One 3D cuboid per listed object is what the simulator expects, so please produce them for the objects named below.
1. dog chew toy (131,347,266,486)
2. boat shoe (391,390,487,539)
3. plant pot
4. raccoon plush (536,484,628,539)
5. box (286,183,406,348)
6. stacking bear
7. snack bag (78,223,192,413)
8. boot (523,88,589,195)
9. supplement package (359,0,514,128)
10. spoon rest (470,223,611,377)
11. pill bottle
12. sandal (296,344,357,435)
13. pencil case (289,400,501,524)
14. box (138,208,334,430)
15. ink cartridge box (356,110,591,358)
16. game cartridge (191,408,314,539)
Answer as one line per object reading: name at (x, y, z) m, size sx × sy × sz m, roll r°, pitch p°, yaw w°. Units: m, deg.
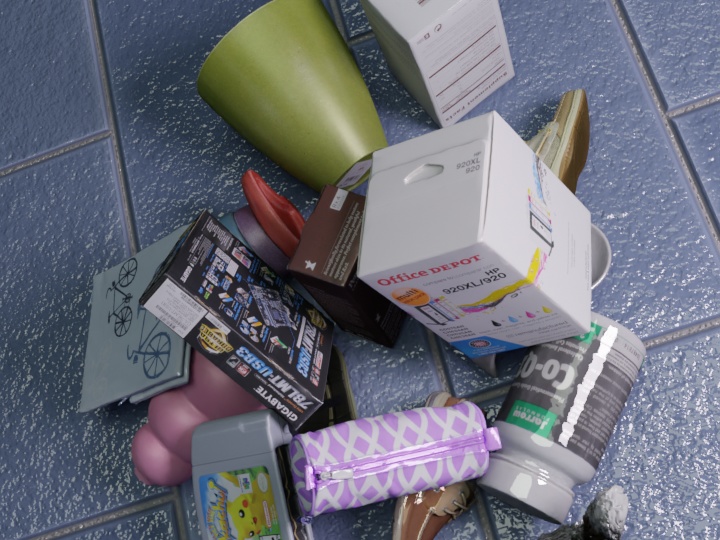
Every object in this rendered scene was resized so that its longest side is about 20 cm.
dog chew toy at (-0.178, 0.157, 1.165) m, size 0.200 × 0.125 × 0.125 m, roll -48°, pitch 65°, yaw 3°
boat shoe at (0.083, 0.225, 1.089) m, size 0.071 × 0.076 × 0.201 m, roll 12°, pitch 75°, yaw 17°
plant pot at (-0.061, -0.190, 1.247) m, size 0.187 × 0.187 × 0.200 m, roll -38°, pitch 80°, yaw -1°
raccoon plush at (0.168, 0.264, 1.002) m, size 0.133 × 0.097 × 0.201 m, roll 9°, pitch 116°, yaw 5°
box at (0.000, 0.000, 1.126) m, size 0.075 × 0.200 × 0.101 m, roll 18°, pitch 75°, yaw 24°
stacking bear at (-0.159, -0.001, 1.228) m, size 0.200 × 0.121 × 0.114 m, roll -38°, pitch 56°, yaw 9°
snack bag at (-0.253, 0.063, 1.193) m, size 0.199 × 0.021 × 0.190 m, roll -24°, pitch 56°, yaw 37°
boot at (0.175, -0.129, 1.200) m, size 0.154 × 0.072 × 0.201 m, roll 5°, pitch 58°, yaw 28°
supplement package at (0.089, -0.277, 1.210) m, size 0.117 × 0.200 × 0.117 m, roll -38°, pitch 65°, yaw -1°
spoon rest at (0.192, 0.024, 1.142) m, size 0.099 × 0.061 × 0.200 m, roll 37°, pitch 83°, yaw 26°
pill bottle at (0.201, 0.146, 1.063) m, size 0.113 × 0.113 × 0.201 m, roll 22°, pitch 76°, yaw 22°
sandal at (-0.032, 0.173, 1.154) m, size 0.079 × 0.057 × 0.202 m, roll -13°, pitch 52°, yaw 14°
pencil case at (0.027, 0.179, 1.011) m, size 0.199 × 0.086 × 0.084 m, roll -11°, pitch 76°, yaw -18°
box at (-0.117, 0.045, 1.080) m, size 0.198 × 0.200 × 0.050 m, roll 43°, pitch 107°, yaw -13°
ink cartridge box at (0.116, -0.028, 1.025) m, size 0.147 × 0.200 × 0.145 m, roll -16°, pitch 53°, yaw 36°
game cartridge at (-0.110, 0.246, 1.059) m, size 0.133 × 0.040 × 0.201 m, roll -19°, pitch 82°, yaw 42°
